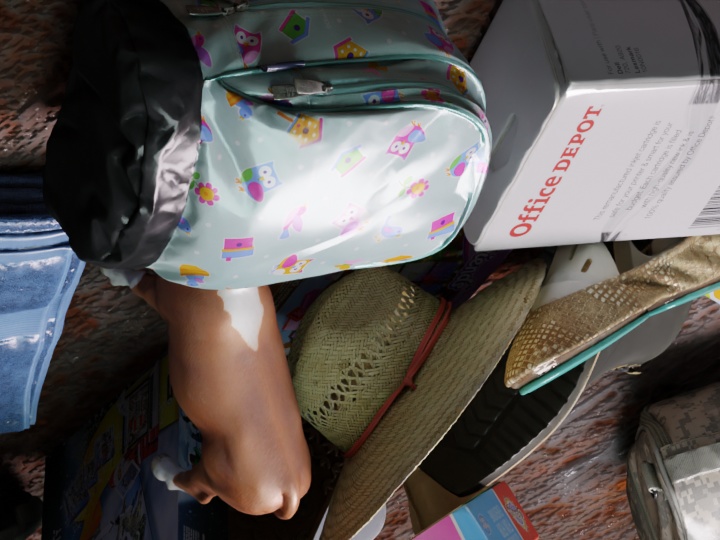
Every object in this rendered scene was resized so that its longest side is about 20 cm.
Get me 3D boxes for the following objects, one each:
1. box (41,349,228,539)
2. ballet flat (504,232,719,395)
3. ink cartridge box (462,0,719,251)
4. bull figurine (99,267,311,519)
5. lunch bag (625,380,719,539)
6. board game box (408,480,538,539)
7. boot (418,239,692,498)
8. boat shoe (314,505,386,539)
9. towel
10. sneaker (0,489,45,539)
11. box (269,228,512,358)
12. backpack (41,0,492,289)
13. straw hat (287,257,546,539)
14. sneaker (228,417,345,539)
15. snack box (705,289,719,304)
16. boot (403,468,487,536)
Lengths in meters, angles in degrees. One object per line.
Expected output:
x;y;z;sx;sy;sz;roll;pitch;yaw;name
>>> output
-0.129;0.156;1.642;0.038;0.201;0.137;27;130;-29;box
0.140;0.003;1.575;0.200;0.066;0.070;-26;-179;-39;ballet flat
0.156;-0.087;1.514;0.199;0.085;0.146;-3;147;-24;ink cartridge box
-0.077;0.034;1.532;0.065;0.201;0.121;-14;-171;-31;bull figurine
0.275;0.129;1.876;0.199;0.140;0.168;-16;159;-3;lunch bag
-0.002;0.192;1.622;0.200;0.040;0.153;-34;175;10;board game box
0.124;0.059;1.686;0.200;0.077;0.138;-51;151;-1;boot
-0.084;0.158;1.820;0.199;0.071;0.070;-9;177;-23;boat shoe
-0.208;0.022;1.530;0.111;0.049;0.200;-3;147;-23;towel
-0.260;0.140;1.685;0.076;0.114;0.199;-43;170;28;sneaker
0.000;0.000;1.617;0.136;0.039;0.200;2;144;-33;box
-0.039;-0.068;1.397;0.199;0.127;0.167;-6;145;-26;backpack
0.006;0.049;1.565;0.085;0.201;0.201;37;131;-5;straw hat
-0.068;0.154;1.724;0.200;0.067;0.090;-53;-174;-35;sneaker
0.302;-0.024;1.719;0.168;0.068;0.200;-32;146;24;snack box
0.067;0.148;1.736;0.066;0.201;0.175;-11;150;-6;boot
